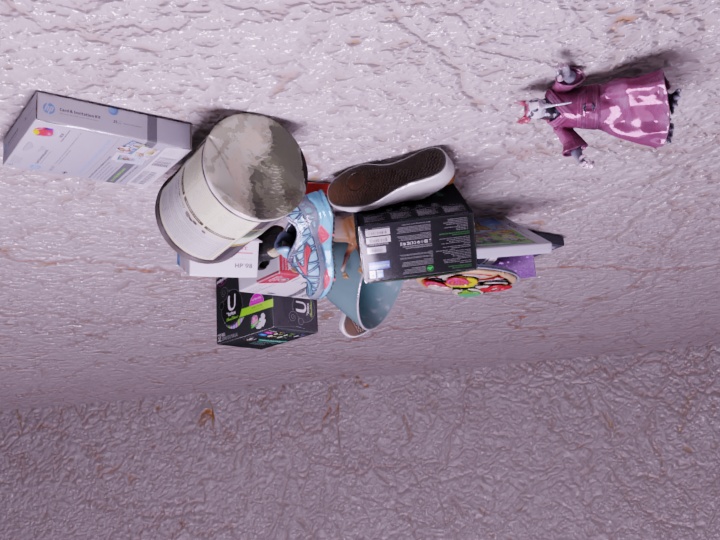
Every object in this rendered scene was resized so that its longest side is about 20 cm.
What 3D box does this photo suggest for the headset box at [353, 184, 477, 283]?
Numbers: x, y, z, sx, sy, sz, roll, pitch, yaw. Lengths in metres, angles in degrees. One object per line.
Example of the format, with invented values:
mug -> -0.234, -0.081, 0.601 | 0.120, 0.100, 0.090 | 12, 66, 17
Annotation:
headset box -> 0.078, -0.065, 1.362 | 0.173, 0.093, 0.200 | -7, -160, -2

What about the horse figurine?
horse figurine -> -0.047, -0.052, 1.514 | 0.199, 0.133, 0.050 | 0, 158, 29

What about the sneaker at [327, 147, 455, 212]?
sneaker -> 0.051, -0.124, 1.328 | 0.199, 0.073, 0.085 | -12, 161, 20

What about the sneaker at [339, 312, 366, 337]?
sneaker -> 0.016, 0.052, 1.747 | 0.073, 0.200, 0.085 | 43, 158, -17

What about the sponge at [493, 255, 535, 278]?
sponge -> 0.295, -0.014, 1.760 | 0.111, 0.030, 0.200 | -8, 164, 11

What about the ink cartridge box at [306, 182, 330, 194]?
ink cartridge box -> -0.158, -0.100, 1.410 | 0.199, 0.057, 0.162 | 7, 162, -22

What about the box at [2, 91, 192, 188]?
box -> -0.343, -0.163, 1.137 | 0.199, 0.041, 0.156 | 5, 162, -35

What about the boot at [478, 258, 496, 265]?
boot -> 0.164, -0.041, 1.623 | 0.090, 0.073, 0.200 | 10, 173, -32

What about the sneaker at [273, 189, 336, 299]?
sneaker -> -0.094, -0.038, 1.407 | 0.095, 0.079, 0.201 | -10, 125, -15

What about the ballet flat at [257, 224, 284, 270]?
ballet flat -> -0.156, -0.037, 1.513 | 0.057, 0.067, 0.200 | 42, 164, -13

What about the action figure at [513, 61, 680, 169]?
action figure -> 0.293, -0.213, 1.097 | 0.199, 0.135, 0.149 | 4, -150, 16

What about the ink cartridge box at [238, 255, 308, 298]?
ink cartridge box -> -0.117, -0.005, 1.696 | 0.199, 0.084, 0.144 | 7, 161, -39

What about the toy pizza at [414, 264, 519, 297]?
toy pizza -> 0.197, 0.022, 1.635 | 0.199, 0.032, 0.200 | 2, 168, 0

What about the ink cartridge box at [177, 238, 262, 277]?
ink cartridge box -> -0.241, -0.029, 1.473 | 0.115, 0.067, 0.200 | 2, -173, -19

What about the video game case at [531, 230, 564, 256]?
video game case -> 0.280, -0.045, 1.776 | 0.199, 0.026, 0.180 | 6, 161, -34

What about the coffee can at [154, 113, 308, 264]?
coffee can -> -0.180, -0.106, 1.189 | 0.146, 0.147, 0.200 | 5, 162, -30

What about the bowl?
bowl -> 0.000, 0.000, 1.598 | 0.105, 0.202, 0.201 | 17, 174, 24

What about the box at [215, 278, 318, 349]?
box -> -0.199, 0.074, 1.838 | 0.124, 0.149, 0.199 | 11, 158, -42

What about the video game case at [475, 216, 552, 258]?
video game case -> 0.200, -0.058, 1.511 | 0.199, 0.022, 0.182 | -5, -161, -17
